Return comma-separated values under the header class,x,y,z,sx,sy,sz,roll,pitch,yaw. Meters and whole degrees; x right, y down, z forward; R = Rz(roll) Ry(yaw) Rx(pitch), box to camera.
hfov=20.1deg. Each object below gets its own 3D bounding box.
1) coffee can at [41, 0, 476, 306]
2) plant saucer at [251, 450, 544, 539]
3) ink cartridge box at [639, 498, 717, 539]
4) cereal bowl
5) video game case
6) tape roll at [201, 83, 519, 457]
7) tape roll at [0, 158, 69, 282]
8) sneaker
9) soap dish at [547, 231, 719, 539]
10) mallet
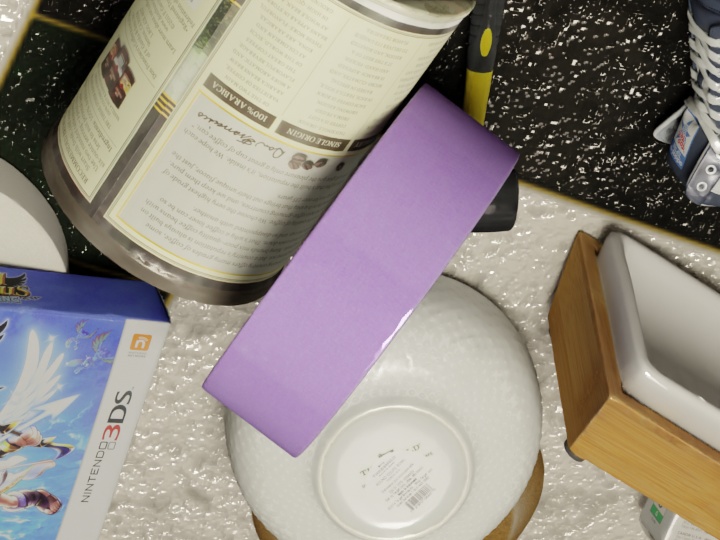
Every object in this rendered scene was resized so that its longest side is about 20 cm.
class,x,y,z,sx,sy,sz,roll,pitch,yaw
coffee can,-0.054,-0.103,1.048,0.146,0.147,0.200,23,122,-26
plant saucer,0.028,0.159,1.349,0.199,0.036,0.201,-5,129,-6
ink cartridge box,0.298,0.111,1.367,0.160,0.050,0.201,16,106,-22
cereal bowl,0.017,0.103,1.240,0.199,0.083,0.201,-2,113,-5
video game case,-0.228,0.083,1.166,0.199,0.046,0.182,6,121,-26
tape roll,0.000,0.000,1.077,0.065,0.200,0.200,36,119,-1
tape roll,-0.266,0.009,1.171,0.201,0.037,0.204,-5,130,-6
sneaker,0.201,-0.111,1.140,0.108,0.070,0.200,-32,130,13
soap dish,0.202,0.081,1.225,0.199,0.158,0.081,32,119,-23
mallet,0.056,-0.107,1.142,0.065,0.041,0.201,-5,125,-4
